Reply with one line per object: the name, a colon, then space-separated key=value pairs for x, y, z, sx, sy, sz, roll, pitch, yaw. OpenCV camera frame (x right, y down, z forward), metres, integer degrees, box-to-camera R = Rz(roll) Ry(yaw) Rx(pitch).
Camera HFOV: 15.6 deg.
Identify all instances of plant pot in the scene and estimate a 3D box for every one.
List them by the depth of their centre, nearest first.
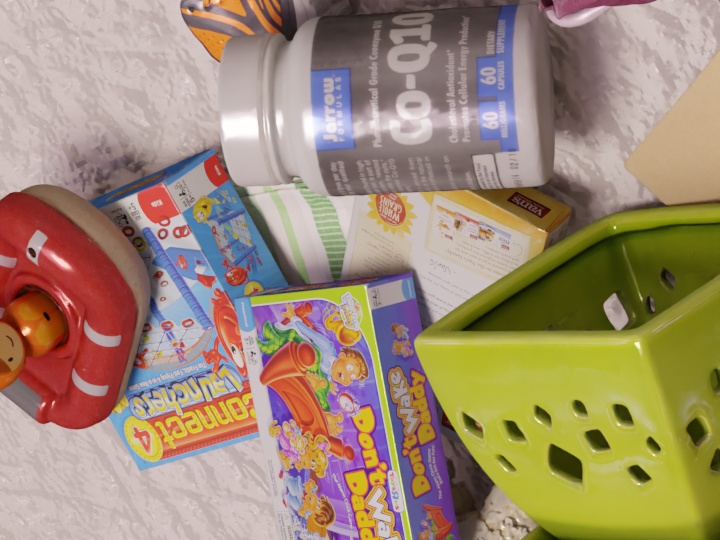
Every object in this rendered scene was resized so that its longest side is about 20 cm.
plant pot: x=0.184 y=0.080 z=1.582 sx=0.199 sy=0.199 sz=0.182 roll=-3 pitch=111 yaw=51

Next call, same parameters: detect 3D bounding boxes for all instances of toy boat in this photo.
toy boat: x=-0.233 y=0.039 z=1.849 sx=0.130 sy=0.131 sz=0.201 roll=36 pitch=137 yaw=17

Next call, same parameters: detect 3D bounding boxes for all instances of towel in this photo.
towel: x=0.000 y=0.000 z=1.823 sx=0.199 sy=0.023 sz=0.153 roll=-5 pitch=113 yaw=36

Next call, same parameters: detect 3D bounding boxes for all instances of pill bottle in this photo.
pill bottle: x=0.018 y=-0.105 z=1.646 sx=0.199 sy=0.114 sz=0.114 roll=-3 pitch=116 yaw=10

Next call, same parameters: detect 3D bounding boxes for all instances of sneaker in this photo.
sneaker: x=-0.070 y=-0.201 z=1.717 sx=0.111 sy=0.078 sz=0.201 roll=10 pitch=121 yaw=29

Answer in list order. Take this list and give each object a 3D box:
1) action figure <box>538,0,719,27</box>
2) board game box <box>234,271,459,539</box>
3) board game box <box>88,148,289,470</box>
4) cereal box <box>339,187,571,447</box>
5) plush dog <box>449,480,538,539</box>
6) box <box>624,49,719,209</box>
action figure: x=0.192 y=-0.183 z=1.530 sx=0.199 sy=0.135 sz=0.149 roll=-4 pitch=155 yaw=8
board game box: x=-0.008 y=0.108 z=1.763 sx=0.134 sy=0.045 sz=0.201 roll=-7 pitch=95 yaw=47
board game box: x=-0.134 y=0.032 z=1.897 sx=0.199 sy=0.056 sz=0.197 roll=-20 pitch=103 yaw=48
cereal box: x=0.055 y=0.015 z=1.751 sx=0.143 sy=0.039 sz=0.201 roll=28 pitch=131 yaw=21
plush dog: x=0.116 y=0.232 z=1.813 sx=0.199 sy=0.161 sz=0.172 roll=-23 pitch=127 yaw=42
box: x=0.276 y=-0.049 z=1.603 sx=0.200 sy=0.021 sz=0.164 roll=43 pitch=133 yaw=5
